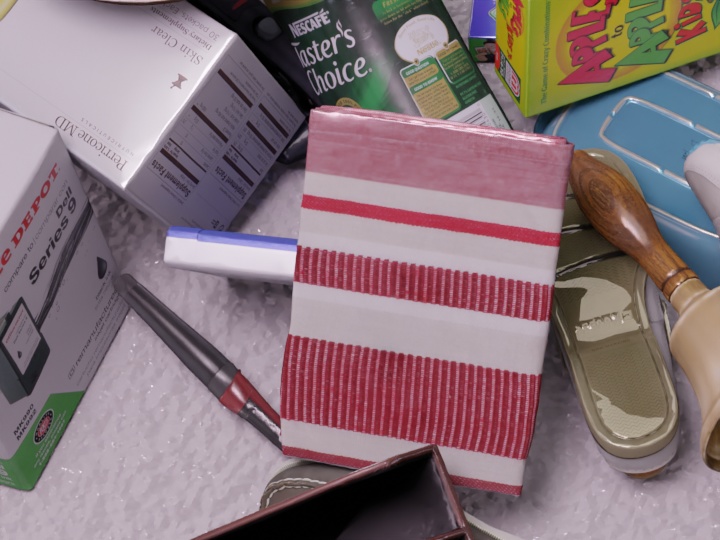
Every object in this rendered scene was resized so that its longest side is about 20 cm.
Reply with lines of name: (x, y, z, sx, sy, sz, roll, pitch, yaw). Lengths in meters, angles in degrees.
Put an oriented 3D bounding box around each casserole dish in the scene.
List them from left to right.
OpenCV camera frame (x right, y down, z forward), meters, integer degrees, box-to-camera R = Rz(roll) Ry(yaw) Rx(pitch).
casserole dish: (0.195, -0.066, 1.319, 0.200, 0.039, 0.121, 29, 69, 22)

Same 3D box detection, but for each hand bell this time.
hand bell: (0.173, 0.003, 1.187, 0.104, 0.104, 0.200, -31, 58, -9)

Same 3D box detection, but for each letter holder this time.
letter holder: (-0.051, 0.175, 1.108, 0.200, 0.142, 0.101, -24, 81, 19)

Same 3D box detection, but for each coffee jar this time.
coffee jar: (0.012, -0.133, 1.295, 0.085, 0.104, 0.200, -30, 97, -28)

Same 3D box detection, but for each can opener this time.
can opener: (-0.075, -0.154, 1.398, 0.078, 0.063, 0.200, -27, 58, -22)

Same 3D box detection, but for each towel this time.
towel: (0.033, 0.016, 1.176, 0.144, 0.023, 0.201, 9, 104, 10)

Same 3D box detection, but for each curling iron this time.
curling iron: (-0.069, 0.063, 1.281, 0.200, 0.026, 0.050, 35, 79, 18)

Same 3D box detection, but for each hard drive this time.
hard drive: (0.000, 0.000, 1.261, 0.199, 0.132, 0.025, 6, 88, 13)

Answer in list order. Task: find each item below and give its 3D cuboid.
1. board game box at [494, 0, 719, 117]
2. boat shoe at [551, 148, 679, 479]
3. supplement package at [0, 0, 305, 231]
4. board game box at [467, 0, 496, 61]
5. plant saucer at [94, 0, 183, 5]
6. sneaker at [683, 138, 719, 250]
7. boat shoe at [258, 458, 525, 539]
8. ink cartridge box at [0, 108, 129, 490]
board game box: (0.181, -0.172, 1.306, 0.199, 0.102, 0.048, -19, 52, -13)
boat shoe: (0.142, 0.027, 1.254, 0.074, 0.068, 0.201, -8, 61, 5)
supplement package: (-0.159, -0.122, 1.296, 0.200, 0.156, 0.111, 34, 86, 19)
board game box: (0.148, -0.225, 1.425, 0.134, 0.029, 0.201, 3, 60, 10)
plant saucer: (-0.121, -0.222, 1.230, 0.200, 0.037, 0.201, 0, 58, 0)
sneaker: (0.240, 0.014, 1.221, 0.081, 0.077, 0.200, -34, 77, -2)
boat shoe: (0.028, 0.160, 1.186, 0.201, 0.072, 0.060, 23, 22, 19)
ink cartridge box: (-0.217, 0.015, 1.242, 0.084, 0.200, 0.146, 18, 64, 17)
